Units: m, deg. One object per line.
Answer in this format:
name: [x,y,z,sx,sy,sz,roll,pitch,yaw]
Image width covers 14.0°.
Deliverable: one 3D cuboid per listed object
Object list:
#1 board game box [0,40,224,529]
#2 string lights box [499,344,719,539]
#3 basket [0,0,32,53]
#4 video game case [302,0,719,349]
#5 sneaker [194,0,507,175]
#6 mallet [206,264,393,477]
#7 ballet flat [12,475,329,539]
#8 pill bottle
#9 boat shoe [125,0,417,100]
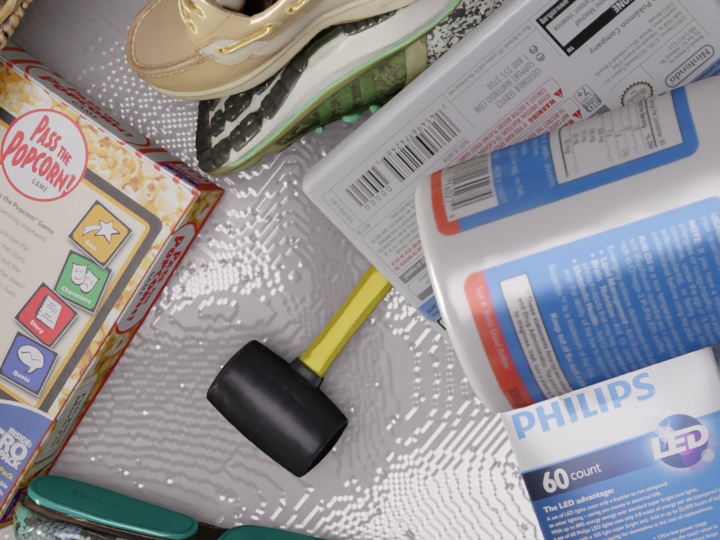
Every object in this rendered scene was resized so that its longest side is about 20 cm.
board game box: [-0.183,0.003,1.437,0.151,0.046,0.200,35,100,9]
string lights box: [0.144,0.133,1.344,0.102,0.059,0.201,-17,98,11]
basket: [-0.246,-0.154,1.368,0.201,0.149,0.143,-59,39,10]
video game case: [0.106,-0.039,1.341,0.200,0.022,0.182,-40,106,16]
sneaker: [0.001,-0.092,1.371,0.200,0.088,0.077,-32,46,37]
mallet: [0.000,0.000,1.402,0.066,0.041,0.201,32,95,6]
ballet flat: [-0.074,0.152,1.413,0.199,0.074,0.075,14,96,19]
pill bottle: [0.133,-0.019,1.276,0.199,0.112,0.113,-18,89,10]
boat shoe: [-0.048,-0.134,1.317,0.200,0.069,0.074,-23,59,42]
